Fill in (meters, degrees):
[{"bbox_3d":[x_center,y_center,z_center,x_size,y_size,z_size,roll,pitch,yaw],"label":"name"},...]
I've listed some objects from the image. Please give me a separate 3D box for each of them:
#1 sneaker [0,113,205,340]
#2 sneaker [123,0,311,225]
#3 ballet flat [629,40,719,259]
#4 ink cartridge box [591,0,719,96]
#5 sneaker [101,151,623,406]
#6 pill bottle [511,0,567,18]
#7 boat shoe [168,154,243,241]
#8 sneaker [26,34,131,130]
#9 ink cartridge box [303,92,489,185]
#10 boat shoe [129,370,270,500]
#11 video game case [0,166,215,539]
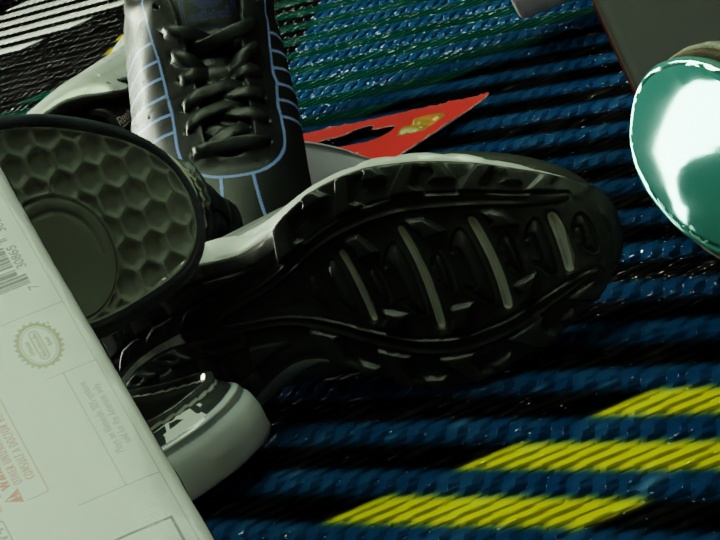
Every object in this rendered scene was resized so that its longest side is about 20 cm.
[{"bbox_3d":[-0.160,0.014,0.910,0.202,0.077,0.146,-18,-4,-30],"label":"sneaker"},{"bbox_3d":[-0.059,-0.067,1.127,0.070,0.078,0.200,-9,39,-10],"label":"sneaker"},{"bbox_3d":[0.141,-0.028,0.843,0.062,0.068,0.200,0,10,-17],"label":"ballet flat"},{"bbox_3d":[0.163,-0.140,1.139,0.144,0.084,0.200,-23,13,11],"label":"ink cartridge box"},{"bbox_3d":[0.000,0.000,0.935,0.200,0.074,0.079,-15,11,37],"label":"sneaker"},{"bbox_3d":[0.147,-0.189,1.298,0.200,0.111,0.111,-23,13,8],"label":"pill bottle"},{"bbox_3d":[-0.121,0.028,1.049,0.199,0.075,0.066,-43,-27,19],"label":"boat shoe"},{"bbox_3d":[-0.104,-0.072,1.370,0.200,0.074,0.080,-44,6,-32],"label":"sneaker"},{"bbox_3d":[-0.065,-0.039,1.251,0.200,0.050,0.161,-38,18,-35],"label":"ink cartridge box"},{"bbox_3d":[-0.127,0.070,0.922,0.200,0.057,0.069,-22,13,14],"label":"boat shoe"},{"bbox_3d":[-0.135,0.074,0.710,0.181,0.036,0.200,-25,51,-13],"label":"video game case"}]
